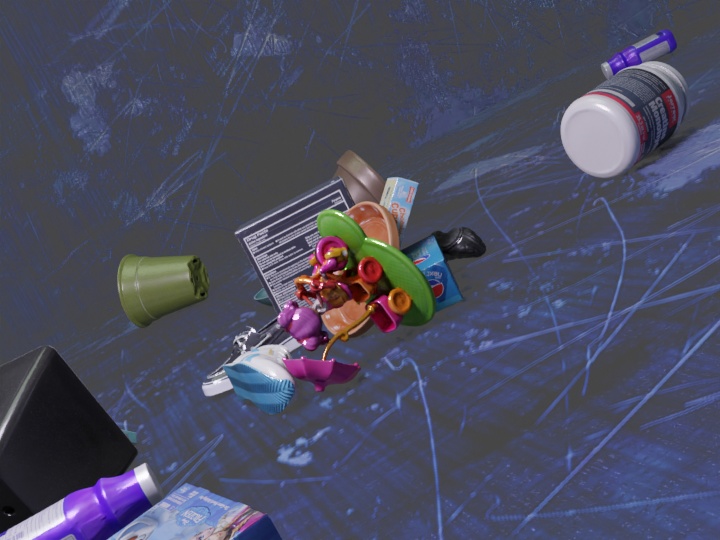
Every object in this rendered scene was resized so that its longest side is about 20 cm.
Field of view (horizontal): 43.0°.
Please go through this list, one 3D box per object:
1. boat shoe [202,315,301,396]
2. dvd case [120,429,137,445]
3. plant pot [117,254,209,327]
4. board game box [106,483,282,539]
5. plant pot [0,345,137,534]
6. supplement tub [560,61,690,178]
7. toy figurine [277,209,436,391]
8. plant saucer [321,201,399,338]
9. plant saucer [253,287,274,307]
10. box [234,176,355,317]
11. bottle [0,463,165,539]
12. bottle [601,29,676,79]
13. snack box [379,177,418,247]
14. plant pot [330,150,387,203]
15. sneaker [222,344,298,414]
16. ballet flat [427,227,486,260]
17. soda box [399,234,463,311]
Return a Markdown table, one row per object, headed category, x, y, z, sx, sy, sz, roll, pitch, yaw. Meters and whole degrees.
| category | x | y | z | sx | sy | sz | roll | pitch | yaw |
| --- | --- | --- | --- | --- | --- | --- | --- | --- | --- |
| boat shoe | -0.164 | 0.119 | 1.401 | 0.200 | 0.068 | 0.072 | -32 | 11 | -24 |
| dvd case | -0.443 | 0.263 | 1.309 | 0.199 | 0.022 | 0.146 | -22 | -25 | 17 |
| plant pot | -0.510 | 0.038 | 2.429 | 0.189 | 0.201 | 0.200 | -11 | 14 | 14 |
| board game box | -0.190 | 0.269 | 0.793 | 0.199 | 0.043 | 0.200 | -34 | 12 | -28 |
| plant pot | -0.435 | 0.249 | 1.138 | 0.199 | 0.200 | 0.178 | -23 | 25 | 18 |
| supplement tub | 0.436 | -0.250 | 1.499 | 0.200 | 0.141 | 0.140 | -34 | 13 | -33 |
| toy figurine | -0.033 | 0.053 | 1.136 | 0.184 | 0.200 | 0.150 | -48 | 11 | -31 |
| plant saucer | 0.000 | 0.000 | 1.335 | 0.032 | 0.201 | 0.200 | 14 | -12 | -29 |
| plant saucer | -0.119 | 0.024 | 1.845 | 0.199 | 0.036 | 0.200 | -25 | 10 | 5 |
| box | -0.077 | -0.027 | 1.535 | 0.199 | 0.199 | 0.123 | -26 | 10 | 0 |
| bottle | -0.310 | 0.279 | 0.987 | 0.199 | 0.065 | 0.084 | -29 | 11 | -11 |
| bottle | 0.768 | -0.595 | 2.531 | 0.199 | 0.065 | 0.084 | -26 | 10 | 6 |
| snack box | 0.037 | -0.042 | 1.399 | 0.037 | 0.201 | 0.116 | 16 | 4 | -7 |
| plant pot | -0.020 | -0.144 | 2.076 | 0.175 | 0.200 | 0.200 | -44 | 11 | 0 |
| sneaker | -0.119 | 0.133 | 1.201 | 0.081 | 0.077 | 0.200 | -28 | 12 | -20 |
| ballet flat | 0.137 | -0.030 | 1.478 | 0.067 | 0.057 | 0.200 | -58 | 12 | -11 |
| soda box | 0.096 | 0.006 | 1.315 | 0.068 | 0.064 | 0.200 | -26 | 10 | 5 |
